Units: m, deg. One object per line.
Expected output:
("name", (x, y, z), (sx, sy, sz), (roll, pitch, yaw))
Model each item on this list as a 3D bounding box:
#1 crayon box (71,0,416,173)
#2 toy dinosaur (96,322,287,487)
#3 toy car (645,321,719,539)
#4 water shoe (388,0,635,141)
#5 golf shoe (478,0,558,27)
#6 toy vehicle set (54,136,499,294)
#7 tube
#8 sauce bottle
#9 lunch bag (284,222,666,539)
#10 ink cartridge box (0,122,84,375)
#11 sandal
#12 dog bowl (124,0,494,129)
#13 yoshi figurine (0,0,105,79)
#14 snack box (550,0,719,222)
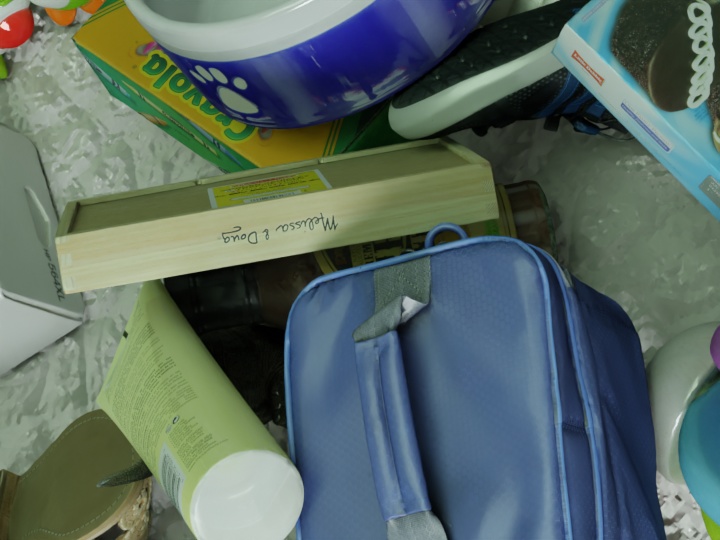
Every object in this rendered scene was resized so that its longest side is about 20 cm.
("crayon box", (-0.052, -0.114, 1.000), (0.200, 0.058, 0.119), (35, 76, 31))
("toy dinosaur", (-0.077, 0.066, 0.948), (0.103, 0.200, 0.077), (60, 143, 6))
("toy car", (0.211, 0.046, 0.775), (0.175, 0.150, 0.200), (36, 96, 31))
("water shoe", (0.114, -0.093, 0.878), (0.199, 0.079, 0.072), (-24, 23, 2))
("golf shoe", (0.145, -0.192, 0.931), (0.091, 0.075, 0.200), (38, 97, 10))
("toy vehicle set", (-0.043, -0.029, 0.851), (0.199, 0.124, 0.027), (-10, 101, -4))
("tube", (-0.082, 0.064, 0.820), (0.058, 0.052, 0.200), (-31, 28, -11))
("sauce bottle", (0.000, 0.000, 0.910), (0.199, 0.065, 0.065), (-11, 70, -3))
("lunch bag", (0.048, 0.078, 0.774), (0.135, 0.132, 0.201), (-15, 71, 24))
("ink cartridge box", (-0.286, 0.010, 1.104), (0.200, 0.084, 0.146), (-32, 64, 20))
("sandal", (-0.154, 0.136, 1.015), (0.211, 0.069, 0.078), (-26, 49, 45))
("dog bowl", (-0.022, -0.172, 0.914), (0.199, 0.079, 0.201), (-19, 46, 21))
("yoshi figurine", (-0.236, -0.201, 1.120), (0.199, 0.112, 0.113), (-21, 61, 20))
("snack box", (0.198, -0.128, 0.825), (0.200, 0.037, 0.116), (-43, 83, -16))
